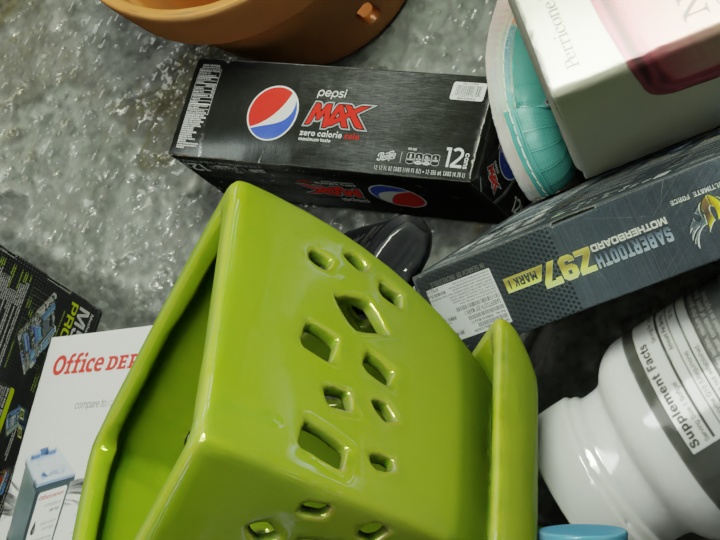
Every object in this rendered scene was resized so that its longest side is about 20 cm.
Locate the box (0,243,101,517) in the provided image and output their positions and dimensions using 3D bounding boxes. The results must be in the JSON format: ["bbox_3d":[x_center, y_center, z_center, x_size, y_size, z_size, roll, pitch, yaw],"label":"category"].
[{"bbox_3d":[-0.234,0.083,1.603,0.044,0.160,0.200,11,75,30],"label":"box"}]

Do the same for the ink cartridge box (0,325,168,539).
[{"bbox_3d":[-0.125,0.136,1.539,0.146,0.086,0.200,-9,63,53],"label":"ink cartridge box"}]

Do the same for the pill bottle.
[{"bbox_3d":[0.190,0.061,1.404,0.200,0.116,0.116,-34,57,13],"label":"pill bottle"}]

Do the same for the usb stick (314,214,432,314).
[{"bbox_3d":[0.000,0.000,1.509,0.033,0.200,0.055,38,82,-6],"label":"usb stick"}]

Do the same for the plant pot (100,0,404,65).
[{"bbox_3d":[-0.055,-0.206,1.640,0.200,0.140,0.200,-11,65,24],"label":"plant pot"}]

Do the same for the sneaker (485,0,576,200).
[{"bbox_3d":[0.119,-0.127,1.533,0.080,0.071,0.200,-11,49,24],"label":"sneaker"}]

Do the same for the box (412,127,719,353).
[{"bbox_3d":[0.146,-0.027,1.424,0.200,0.158,0.051,-21,96,32],"label":"box"}]

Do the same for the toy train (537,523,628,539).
[{"bbox_3d":[0.077,0.174,1.384,0.200,0.085,0.116,-177,92,-71],"label":"toy train"}]

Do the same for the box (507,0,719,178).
[{"bbox_3d":[0.174,-0.154,1.428,0.200,0.109,0.128,-22,67,4],"label":"box"}]

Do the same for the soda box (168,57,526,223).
[{"bbox_3d":[-0.002,-0.073,1.594,0.200,0.071,0.063,7,74,32],"label":"soda box"}]

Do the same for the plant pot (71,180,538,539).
[{"bbox_3d":[-0.024,0.112,1.352,0.199,0.181,0.200,-86,22,-52],"label":"plant pot"}]
